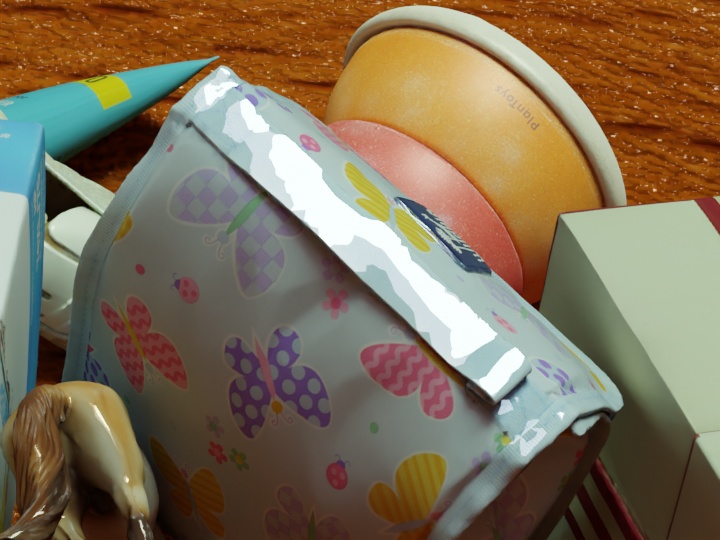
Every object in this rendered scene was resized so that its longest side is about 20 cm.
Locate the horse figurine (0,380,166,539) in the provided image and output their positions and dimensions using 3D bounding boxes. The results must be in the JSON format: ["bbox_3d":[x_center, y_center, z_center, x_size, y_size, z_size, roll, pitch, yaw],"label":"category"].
[{"bbox_3d":[-0.088,0.090,0.864,0.050,0.200,0.133,-21,64,-4],"label":"horse figurine"}]

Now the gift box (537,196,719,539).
[{"bbox_3d":[0.176,0.080,0.931,0.200,0.185,0.187,-9,41,-15],"label":"gift box"}]

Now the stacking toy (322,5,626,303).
[{"bbox_3d":[0.000,0.000,1.054,0.146,0.146,0.200,32,59,23],"label":"stacking toy"}]

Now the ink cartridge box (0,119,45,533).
[{"bbox_3d":[-0.195,0.056,0.892,0.147,0.146,0.200,6,40,-3],"label":"ink cartridge box"}]

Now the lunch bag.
[{"bbox_3d":[-0.005,0.037,0.885,0.170,0.200,0.127,42,64,15],"label":"lunch bag"}]

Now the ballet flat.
[{"bbox_3d":[-0.142,-0.020,1.025,0.200,0.067,0.062,40,14,-1],"label":"ballet flat"}]

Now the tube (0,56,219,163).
[{"bbox_3d":[-0.155,-0.053,1.114,0.200,0.050,0.077,-28,17,-39],"label":"tube"}]
